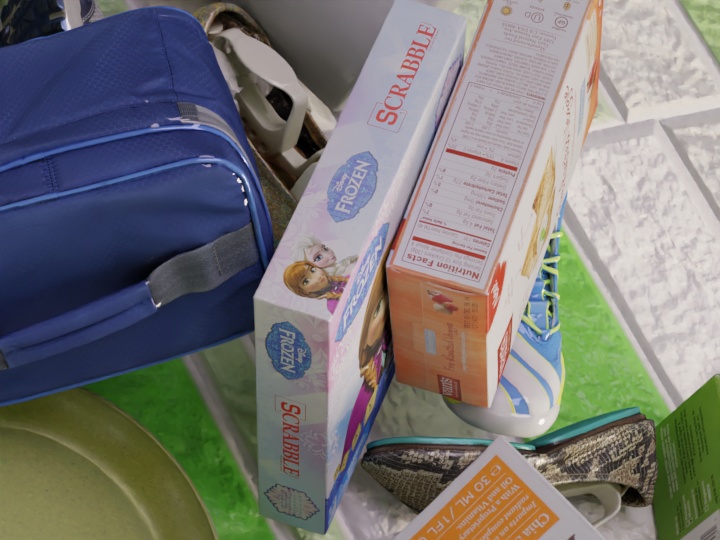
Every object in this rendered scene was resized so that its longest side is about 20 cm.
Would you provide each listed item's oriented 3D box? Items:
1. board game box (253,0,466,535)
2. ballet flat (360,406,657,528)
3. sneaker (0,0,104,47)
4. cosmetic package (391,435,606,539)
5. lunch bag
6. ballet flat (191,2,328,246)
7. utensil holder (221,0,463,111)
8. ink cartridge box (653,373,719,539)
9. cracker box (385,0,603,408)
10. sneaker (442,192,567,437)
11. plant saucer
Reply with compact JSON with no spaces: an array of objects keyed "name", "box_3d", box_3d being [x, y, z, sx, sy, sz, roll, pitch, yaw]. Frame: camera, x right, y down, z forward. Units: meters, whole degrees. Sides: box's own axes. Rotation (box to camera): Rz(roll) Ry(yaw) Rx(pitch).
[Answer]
[{"name":"board game box","box_3d":[0.000,0.000,1.368,0.041,0.200,0.200,17,57,11]},{"name":"ballet flat","box_3d":[0.090,0.119,1.466,0.200,0.068,0.075,-4,81,-39]},{"name":"sneaker","box_3d":[-0.136,-0.078,1.449,0.085,0.077,0.200,-4,70,-42]},{"name":"cosmetic package","box_3d":[0.104,0.186,1.330,0.200,0.101,0.071,44,-3,38]},{"name":"lunch bag","box_3d":[-0.145,-0.022,1.284,0.200,0.136,0.132,-17,45,-3]},{"name":"ballet flat","box_3d":[-0.039,-0.067,1.507,0.071,0.071,0.200,-26,76,-44]},{"name":"utensil holder","box_3d":[-0.026,-0.217,1.557,0.200,0.170,0.170,46,44,1]},{"name":"ink cartridge box","box_3d":[0.274,0.159,1.553,0.200,0.076,0.148,17,49,-27]},{"name":"cracker box","box_3d":[0.072,-0.047,1.397,0.058,0.134,0.200,17,65,11]},{"name":"sneaker","box_3d":[0.077,0.001,1.480,0.076,0.105,0.200,4,32,-9]},{"name":"plant saucer","box_3d":[-0.159,0.140,1.290,0.200,0.031,0.200,19,48,-23]}]
